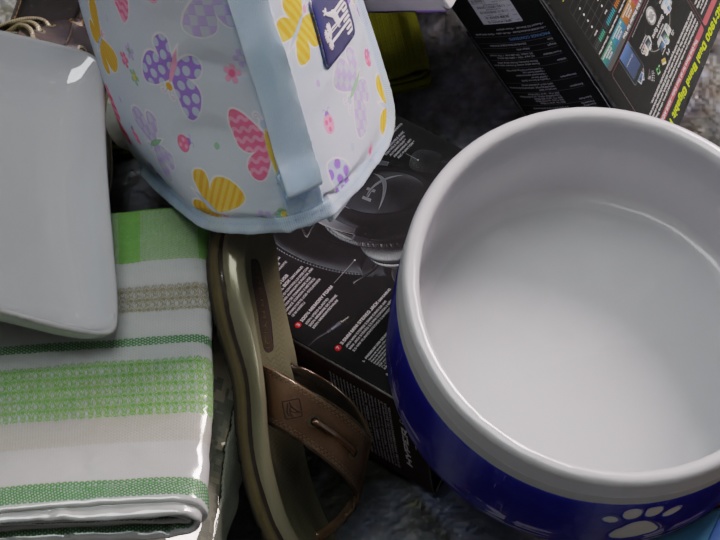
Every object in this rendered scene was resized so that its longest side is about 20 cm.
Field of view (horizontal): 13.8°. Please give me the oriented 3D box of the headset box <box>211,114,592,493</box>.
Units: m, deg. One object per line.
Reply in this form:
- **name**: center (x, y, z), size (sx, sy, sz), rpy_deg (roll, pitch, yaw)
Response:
- **headset box**: center (0.000, 0.000, 1.540), size (0.199, 0.077, 0.149), rpy_deg (27, 60, 27)

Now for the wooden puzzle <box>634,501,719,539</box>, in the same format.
- **wooden puzzle**: center (0.205, 0.114, 1.447), size (0.184, 0.037, 0.201), rpy_deg (16, 56, 19)

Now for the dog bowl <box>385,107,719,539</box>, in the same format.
- **dog bowl**: center (0.113, 0.027, 1.426), size (0.199, 0.079, 0.201), rpy_deg (3, 62, -6)

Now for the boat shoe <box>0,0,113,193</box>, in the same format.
- **boat shoe**: center (-0.172, -0.107, 1.630), size (0.074, 0.073, 0.201), rpy_deg (-23, 49, 26)

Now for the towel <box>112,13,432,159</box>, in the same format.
- **towel**: center (-0.064, -0.116, 1.678), size (0.199, 0.018, 0.086), rpy_deg (-13, 53, -2)

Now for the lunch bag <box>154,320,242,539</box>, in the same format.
- **lunch bag**: center (-0.150, 0.105, 1.455), size (0.199, 0.118, 0.165), rpy_deg (-1, 50, 13)

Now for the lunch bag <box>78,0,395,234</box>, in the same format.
- **lunch bag**: center (-0.062, -0.119, 1.442), size (0.127, 0.170, 0.200), rpy_deg (-21, 18, -9)

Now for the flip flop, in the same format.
- **flip flop**: center (-0.026, 0.068, 1.438), size (0.057, 0.081, 0.201), rpy_deg (-12, 86, 11)

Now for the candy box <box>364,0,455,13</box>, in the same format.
- **candy box**: center (0.021, -0.232, 1.583), size (0.167, 0.072, 0.201), rpy_deg (3, 54, 47)

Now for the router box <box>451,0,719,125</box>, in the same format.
- **router box**: center (0.134, -0.170, 1.601), size (0.062, 0.150, 0.201), rpy_deg (-4, 46, 39)

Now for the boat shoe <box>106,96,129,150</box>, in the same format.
- **boat shoe**: center (-0.091, -0.132, 1.644), size (0.068, 0.072, 0.201), rpy_deg (-23, 33, 29)

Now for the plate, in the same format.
- **plate**: center (-0.218, -0.051, 1.435), size (0.198, 0.032, 0.201), rpy_deg (12, 43, -20)

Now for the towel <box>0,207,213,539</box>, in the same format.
- **towel**: center (-0.142, 0.050, 1.414), size (0.148, 0.031, 0.201), rpy_deg (-2, 45, 1)
